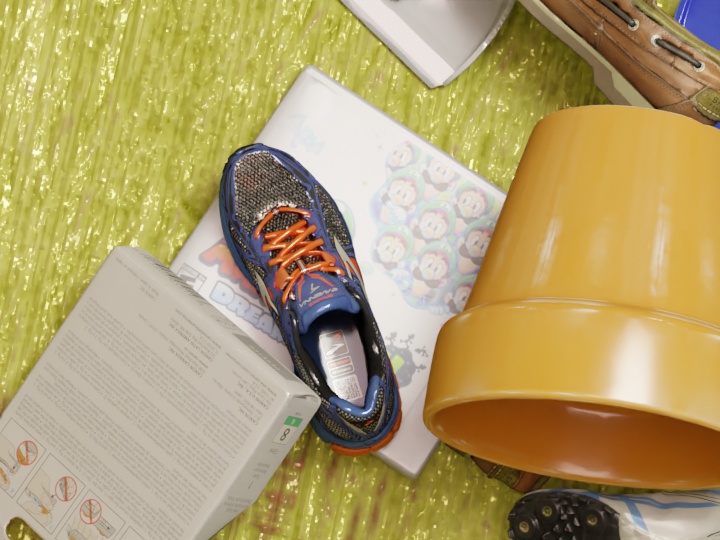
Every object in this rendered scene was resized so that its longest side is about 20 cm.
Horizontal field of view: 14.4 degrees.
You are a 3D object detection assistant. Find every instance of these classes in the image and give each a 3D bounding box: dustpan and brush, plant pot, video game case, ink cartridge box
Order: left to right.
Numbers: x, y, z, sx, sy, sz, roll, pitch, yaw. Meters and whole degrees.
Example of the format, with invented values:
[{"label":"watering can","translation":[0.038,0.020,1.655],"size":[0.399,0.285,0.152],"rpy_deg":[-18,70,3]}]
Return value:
[{"label":"ink cartridge box","translation":[-0.139,0.109,1.707],"size":[0.161,0.050,0.200],"rpy_deg":[39,101,28]},{"label":"video game case","translation":[0.000,0.000,1.762],"size":[0.200,0.024,0.182],"rpy_deg":[33,81,3]},{"label":"dustpan and brush","translation":[0.072,-0.231,1.782],"size":[0.140,0.057,0.200],"rpy_deg":[45,82,5]},{"label":"plant pot","translation":[0.146,0.012,1.623],"size":[0.200,0.200,0.184],"rpy_deg":[9,74,-1]}]

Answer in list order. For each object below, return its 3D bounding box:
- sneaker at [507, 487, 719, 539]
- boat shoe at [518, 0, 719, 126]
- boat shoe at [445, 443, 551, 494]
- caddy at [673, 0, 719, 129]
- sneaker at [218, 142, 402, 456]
[{"label":"sneaker","translation":[0.189,0.163,1.713],"size":[0.200,0.072,0.072],"rpy_deg":[5,106,13]},{"label":"boat shoe","translation":[0.149,-0.160,1.709],"size":[0.200,0.072,0.068],"rpy_deg":[47,108,13]},{"label":"boat shoe","translation":[0.134,0.044,1.743],"size":[0.068,0.072,0.200],"rpy_deg":[34,91,-1]},{"label":"caddy","translation":[0.266,-0.104,1.743],"size":[0.141,0.105,0.200],"rpy_deg":[0,79,32]},{"label":"sneaker","translation":[-0.025,0.012,1.707],"size":[0.075,0.078,0.200],"rpy_deg":[-26,84,-7]}]
